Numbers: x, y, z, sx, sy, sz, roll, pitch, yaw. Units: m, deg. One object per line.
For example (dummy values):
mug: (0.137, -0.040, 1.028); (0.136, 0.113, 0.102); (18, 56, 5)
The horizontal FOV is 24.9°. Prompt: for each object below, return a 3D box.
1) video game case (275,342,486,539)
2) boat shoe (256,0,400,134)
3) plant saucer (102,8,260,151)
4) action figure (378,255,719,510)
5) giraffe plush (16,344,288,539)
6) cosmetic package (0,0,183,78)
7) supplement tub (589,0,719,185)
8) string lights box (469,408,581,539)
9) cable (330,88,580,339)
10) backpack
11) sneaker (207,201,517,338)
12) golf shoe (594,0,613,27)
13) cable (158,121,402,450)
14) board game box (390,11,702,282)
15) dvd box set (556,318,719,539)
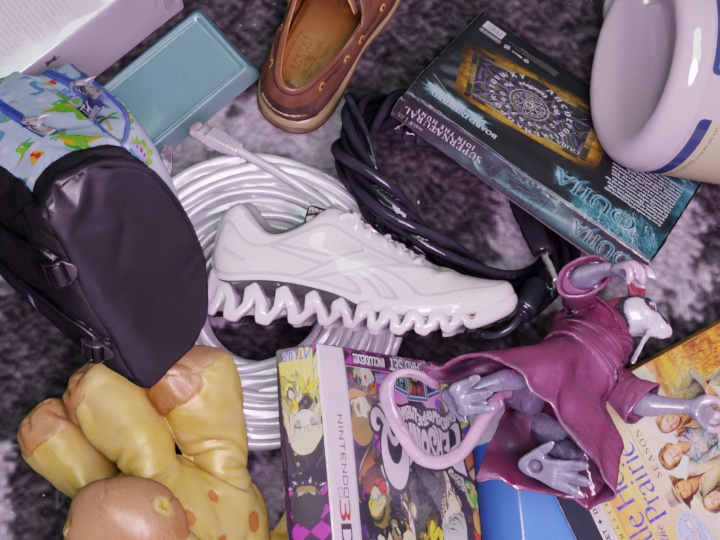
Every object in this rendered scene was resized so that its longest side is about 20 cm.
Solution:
video game case: (0.021, 0.144, 1.019); (0.036, 0.200, 0.182); (-12, 76, 30)
boat shoe: (-0.012, -0.194, 1.150); (0.072, 0.068, 0.201); (24, 77, 3)
plant saucer: (-0.167, -0.103, 1.148); (0.200, 0.019, 0.070); (-41, 82, -10)
action figure: (0.130, 0.067, 0.992); (0.149, 0.200, 0.134); (-14, 107, 34)
giraffe plush: (-0.131, 0.163, 0.992); (0.172, 0.162, 0.200); (-37, 100, 22)
cosmetic package: (-0.220, -0.163, 1.117); (0.200, 0.102, 0.074); (-39, 82, -9)
supplement tub: (0.272, -0.125, 1.095); (0.199, 0.145, 0.146); (9, 76, -18)
string lights box: (0.136, 0.184, 1.062); (0.102, 0.059, 0.201); (1, 77, -25)
cable: (0.067, -0.056, 1.103); (0.200, 0.051, 0.163); (46, 51, 4)
backpack: (-0.184, -0.045, 1.012); (0.200, 0.163, 0.154); (19, 55, 39)
sneaker: (0.000, 0.000, 1.018); (0.199, 0.075, 0.081); (5, 89, 6)
golf shoe: (0.208, -0.244, 1.160); (0.077, 0.095, 0.201); (-2, 79, -4)
cable: (-0.069, 0.022, 1.099); (0.199, 0.069, 0.201); (21, 77, 0)
board game box: (0.133, -0.087, 1.118); (0.200, 0.028, 0.135); (36, 43, 6)
dvd box set: (0.215, 0.125, 1.065); (0.200, 0.029, 0.147); (-23, 85, -31)
